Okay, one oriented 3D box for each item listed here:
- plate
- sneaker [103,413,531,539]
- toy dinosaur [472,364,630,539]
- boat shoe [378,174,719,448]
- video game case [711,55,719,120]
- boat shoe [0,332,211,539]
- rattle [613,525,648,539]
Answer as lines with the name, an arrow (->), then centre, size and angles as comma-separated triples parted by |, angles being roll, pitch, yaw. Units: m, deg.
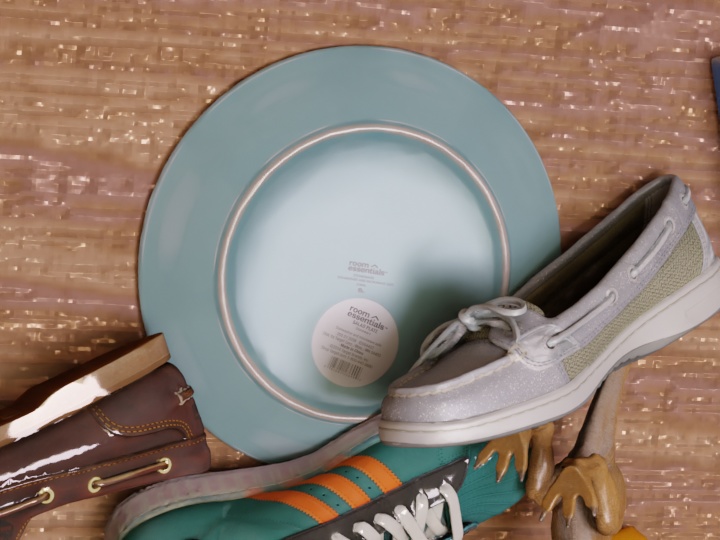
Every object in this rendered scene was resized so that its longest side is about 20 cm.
plate -> 0.000, 0.000, 0.968 | 0.199, 0.026, 0.201 | -4, 103, -15
sneaker -> -0.011, 0.122, 0.955 | 0.199, 0.080, 0.072 | -16, 128, -8
toy dinosaur -> 0.101, 0.092, 0.968 | 0.106, 0.060, 0.201 | 37, 59, -55
boat shoe -> 0.083, 0.021, 0.949 | 0.201, 0.074, 0.065 | -26, 102, -32
video game case -> 0.270, -0.024, 1.024 | 0.180, 0.045, 0.201 | -14, 106, -10
boat shoe -> -0.158, 0.096, 0.914 | 0.199, 0.070, 0.071 | -23, 98, -13
rattle -> 0.049, 0.169, 0.947 | 0.143, 0.130, 0.200 | -47, 132, 12
